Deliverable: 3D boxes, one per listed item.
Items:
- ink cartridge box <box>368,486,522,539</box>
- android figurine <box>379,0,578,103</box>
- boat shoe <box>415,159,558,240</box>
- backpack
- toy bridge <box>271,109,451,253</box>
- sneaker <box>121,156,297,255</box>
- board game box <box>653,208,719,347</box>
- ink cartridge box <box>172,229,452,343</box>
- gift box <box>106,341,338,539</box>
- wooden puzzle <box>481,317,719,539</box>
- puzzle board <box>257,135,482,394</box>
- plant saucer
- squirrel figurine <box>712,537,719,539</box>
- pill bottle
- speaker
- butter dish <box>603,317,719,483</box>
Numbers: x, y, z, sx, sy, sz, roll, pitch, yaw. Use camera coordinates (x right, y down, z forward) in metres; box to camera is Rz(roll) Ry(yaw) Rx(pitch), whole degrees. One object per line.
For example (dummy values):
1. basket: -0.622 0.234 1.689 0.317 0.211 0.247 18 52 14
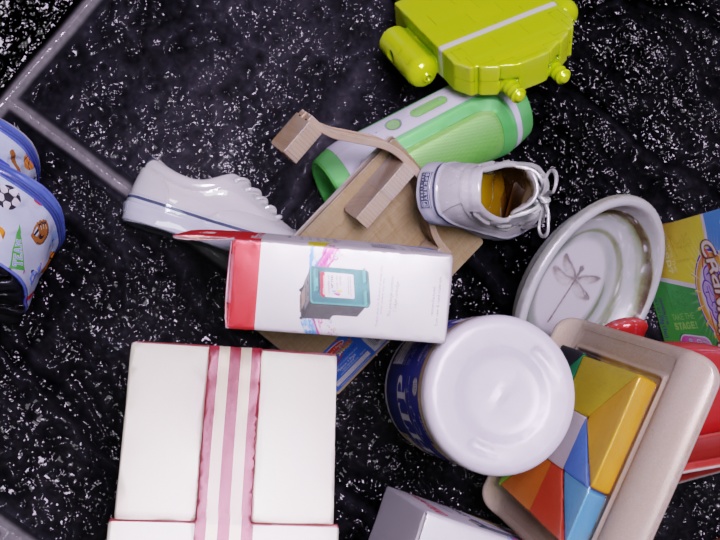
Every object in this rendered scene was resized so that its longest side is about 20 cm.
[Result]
1. ink cartridge box: 0.113 0.266 0.742 0.199 0.145 0.088 20 80 -8
2. android figurine: 0.114 -0.223 0.794 0.182 0.041 0.200 -25 53 -13
3. boat shoe: 0.136 -0.067 0.759 0.202 0.086 0.075 5 87 -55
4. backpack: -0.333 -0.045 0.679 0.190 0.200 0.154 31 66 -10
5. toy bridge: 0.018 -0.067 0.713 0.067 0.027 0.200 -49 126 1
6. sneaker: -0.109 -0.049 0.768 0.199 0.073 0.071 17 84 -9
7. board game box: 0.335 0.019 0.783 0.040 0.200 0.154 -15 87 -12
8. ink cartridge box: -0.038 0.009 0.659 0.199 0.116 0.068 5 94 -4
9. gift box: -0.105 0.175 0.696 0.184 0.200 0.187 3 68 -7
10. wooden puzzle: 0.169 0.131 0.665 0.037 0.200 0.186 25 89 -17
11. puzzle board: 0.000 0.000 0.764 0.200 0.017 0.151 -46 126 0
12. plant saucer: 0.201 0.018 0.803 0.200 0.050 0.201 -19 124 -31
13. squirrel figurine: 0.341 0.350 0.786 0.199 0.142 0.187 -18 82 -15
14. pill bottle: 0.085 0.101 0.725 0.119 0.200 0.120 1 84 -11
15. speaker: 0.058 -0.113 0.799 0.200 0.088 0.089 -29 90 -12
16. butter dish: 0.251 0.113 0.761 0.199 0.200 0.148 -3 68 -25
